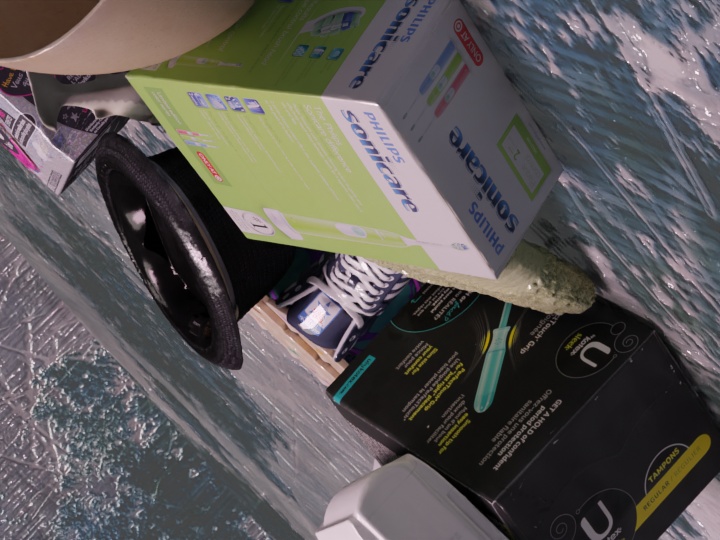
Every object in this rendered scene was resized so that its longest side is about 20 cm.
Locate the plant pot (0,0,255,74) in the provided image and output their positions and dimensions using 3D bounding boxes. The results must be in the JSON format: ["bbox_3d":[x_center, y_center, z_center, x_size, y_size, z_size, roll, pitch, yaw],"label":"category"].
[{"bbox_3d":[-0.121,-0.190,1.281,0.134,0.201,0.200,19,-169,-45],"label":"plant pot"}]

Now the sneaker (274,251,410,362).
[{"bbox_3d":[0.000,0.000,1.657,0.070,0.109,0.200,43,169,3],"label":"sneaker"}]

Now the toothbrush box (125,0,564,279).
[{"bbox_3d":[-0.010,-0.082,1.333,0.199,0.086,0.146,11,148,44],"label":"toothbrush box"}]

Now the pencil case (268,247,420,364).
[{"bbox_3d":[-0.037,0.003,1.864,0.092,0.085,0.200,41,174,-36],"label":"pencil case"}]

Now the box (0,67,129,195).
[{"bbox_3d":[-0.234,-0.153,1.887,0.115,0.132,0.200,42,169,-4],"label":"box"}]

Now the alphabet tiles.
[{"bbox_3d":[-0.062,0.043,1.840,0.200,0.015,0.195,44,173,-33],"label":"alphabet tiles"}]

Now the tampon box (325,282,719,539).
[{"bbox_3d":[0.106,0.098,1.519,0.200,0.150,0.126,30,161,53],"label":"tampon box"}]

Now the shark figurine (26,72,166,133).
[{"bbox_3d":[-0.130,-0.138,1.648,0.213,0.090,0.128,5,-173,-5],"label":"shark figurine"}]

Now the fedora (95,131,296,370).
[{"bbox_3d":[-0.106,-0.030,1.676,0.201,0.091,0.201,50,162,23],"label":"fedora"}]

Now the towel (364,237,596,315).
[{"bbox_3d":[0.036,-0.018,1.466,0.199,0.037,0.148,14,172,44],"label":"towel"}]

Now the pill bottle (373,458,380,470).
[{"bbox_3d":[0.093,0.192,2.000,0.113,0.112,0.200,51,167,-29],"label":"pill bottle"}]

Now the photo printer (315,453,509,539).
[{"bbox_3d":[0.050,0.193,1.492,0.166,0.069,0.200,44,168,0],"label":"photo printer"}]
